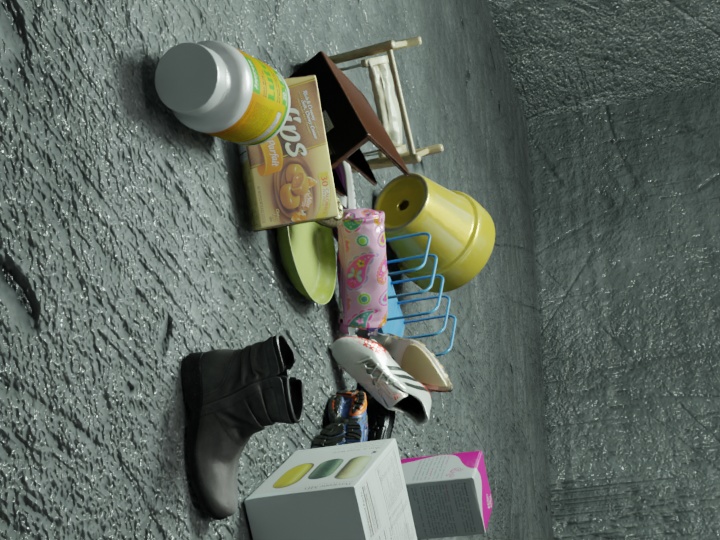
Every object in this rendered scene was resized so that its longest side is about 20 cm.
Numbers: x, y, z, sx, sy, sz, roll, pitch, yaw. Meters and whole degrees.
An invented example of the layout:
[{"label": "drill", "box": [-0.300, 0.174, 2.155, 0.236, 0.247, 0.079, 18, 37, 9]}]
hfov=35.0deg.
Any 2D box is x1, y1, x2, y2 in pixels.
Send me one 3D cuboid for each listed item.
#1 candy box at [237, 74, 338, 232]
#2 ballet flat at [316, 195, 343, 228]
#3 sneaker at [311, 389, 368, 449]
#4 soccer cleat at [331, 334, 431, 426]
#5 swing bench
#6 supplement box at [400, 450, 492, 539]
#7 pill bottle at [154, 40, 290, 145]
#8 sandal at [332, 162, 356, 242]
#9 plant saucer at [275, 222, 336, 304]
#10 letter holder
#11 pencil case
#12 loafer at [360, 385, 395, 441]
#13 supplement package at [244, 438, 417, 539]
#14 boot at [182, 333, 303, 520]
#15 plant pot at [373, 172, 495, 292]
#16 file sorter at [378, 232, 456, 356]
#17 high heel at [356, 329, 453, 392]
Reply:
[{"label": "candy box", "box": [-0.106, -0.162, 1.573, 0.055, 0.115, 0.200, 166, -86, -71]}, {"label": "ballet flat", "box": [-0.084, -0.135, 1.659, 0.200, 0.046, 0.067, 45, 33, -30]}, {"label": "sneaker", "box": [-0.019, 0.260, 1.705, 0.200, 0.075, 0.079, -66, 146, -59]}, {"label": "soccer cleat", "box": [0.037, 0.175, 1.818, 0.200, 0.069, 0.085, 39, 20, -21]}, {"label": "swing bench", "box": [0.009, -0.267, 1.894, 0.130, 0.200, 0.199, -29, 108, -62]}, {"label": "supplement box", "box": [0.099, 0.358, 1.807, 0.101, 0.200, 0.104, -48, 126, -68]}, {"label": "pill bottle", "box": [-0.171, -0.221, 1.411, 0.200, 0.111, 0.111, 4, 76, -72]}, {"label": "sandal", "box": [-0.047, -0.134, 1.860, 0.050, 0.082, 0.203, -20, 106, -29]}, {"label": "plant saucer", "box": [-0.085, -0.045, 1.729, 0.200, 0.031, 0.200, -10, 90, -72]}, {"label": "letter holder", "box": [-0.026, -0.207, 1.730, 0.142, 0.101, 0.200, 35, 22, -50]}, {"label": "pencil case", "box": [0.000, 0.000, 1.834, 0.087, 0.087, 0.200, -46, 138, -69]}, {"label": "loafer", "box": [0.031, 0.241, 1.877, 0.070, 0.068, 0.201, 56, 25, -35]}, {"label": "supplement package", "box": [-0.033, 0.325, 1.482, 0.200, 0.152, 0.151, -30, 109, -72]}, {"label": "boot", "box": [-0.127, 0.178, 1.294, 0.070, 0.131, 0.200, 6, 74, -73]}, {"label": "plant pot", "box": [0.128, -0.085, 2.195, 0.189, 0.201, 0.201, 38, 43, -43]}, {"label": "file sorter", "box": [0.090, 0.050, 2.087, 0.139, 0.122, 0.200, -72, 148, -56]}, {"label": "high heel", "box": [0.097, 0.161, 1.963, 0.071, 0.200, 0.143, -58, 152, -2]}]
